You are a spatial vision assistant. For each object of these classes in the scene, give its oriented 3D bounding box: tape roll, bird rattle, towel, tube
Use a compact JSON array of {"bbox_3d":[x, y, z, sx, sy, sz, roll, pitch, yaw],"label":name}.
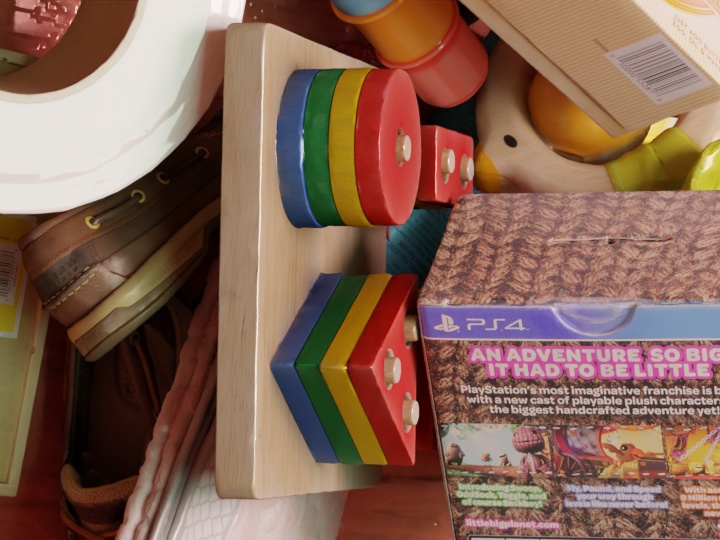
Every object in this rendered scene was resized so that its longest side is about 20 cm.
[{"bbox_3d":[-0.151,-0.127,1.193,0.201,0.071,0.204,-5,102,-26],"label":"tape roll"},{"bbox_3d":[0.138,-0.086,1.366,0.113,0.162,0.201,67,36,-67],"label":"bird rattle"},{"bbox_3d":[-0.053,0.112,1.303,0.191,0.032,0.201,63,40,-56],"label":"towel"},{"bbox_3d":[0.038,-0.034,1.444,0.077,0.050,0.201,42,74,-32],"label":"tube"}]

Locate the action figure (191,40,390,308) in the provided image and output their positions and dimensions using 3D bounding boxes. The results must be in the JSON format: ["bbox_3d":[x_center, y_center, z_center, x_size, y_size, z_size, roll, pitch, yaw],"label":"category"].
[{"bbox_3d":[-0.015,-0.046,1.395,0.065,0.052,0.201,40,68,-31],"label":"action figure"}]

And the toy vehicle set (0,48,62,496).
[{"bbox_3d":[-0.193,-0.004,1.258,0.124,0.026,0.202,12,88,-41],"label":"toy vehicle set"}]

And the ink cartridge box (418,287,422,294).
[{"bbox_3d":[0.141,0.030,1.461,0.200,0.085,0.148,-30,91,-47],"label":"ink cartridge box"}]

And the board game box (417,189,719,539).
[{"bbox_3d":[0.123,0.073,1.287,0.097,0.158,0.201,-66,152,-56],"label":"board game box"}]

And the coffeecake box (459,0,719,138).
[{"bbox_3d":[0.110,-0.191,1.305,0.153,0.073,0.201,37,49,-36],"label":"coffeecake box"}]

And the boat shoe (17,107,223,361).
[{"bbox_3d":[-0.092,-0.037,1.286,0.068,0.072,0.200,47,35,-7],"label":"boat shoe"}]

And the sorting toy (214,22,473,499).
[{"bbox_3d":[0.000,0.000,1.267,0.199,0.069,0.202,9,82,-74],"label":"sorting toy"}]

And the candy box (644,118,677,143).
[{"bbox_3d":[0.194,-0.154,1.461,0.102,0.026,0.202,13,90,-34],"label":"candy box"}]

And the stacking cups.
[{"bbox_3d":[-0.004,-0.144,1.306,0.200,0.060,0.061,49,65,-40],"label":"stacking cups"}]

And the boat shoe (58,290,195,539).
[{"bbox_3d":[-0.114,0.105,1.298,0.072,0.072,0.202,7,87,-65],"label":"boat shoe"}]

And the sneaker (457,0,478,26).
[{"bbox_3d":[0.031,-0.180,1.357,0.200,0.073,0.080,39,60,-62],"label":"sneaker"}]
